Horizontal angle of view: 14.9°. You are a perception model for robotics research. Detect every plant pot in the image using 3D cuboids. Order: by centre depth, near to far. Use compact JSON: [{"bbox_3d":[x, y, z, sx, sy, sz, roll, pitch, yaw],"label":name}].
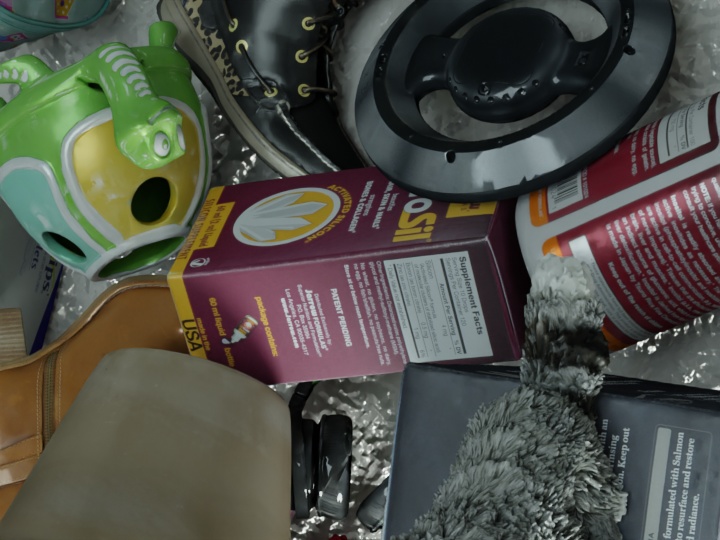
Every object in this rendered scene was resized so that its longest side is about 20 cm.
[{"bbox_3d":[-0.119,0.145,1.591,0.199,0.200,0.174,4,68,28],"label":"plant pot"}]

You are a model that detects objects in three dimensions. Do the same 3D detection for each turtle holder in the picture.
[{"bbox_3d":[-0.145,-0.075,1.690,0.185,0.141,0.132,-29,77,40],"label":"turtle holder"}]

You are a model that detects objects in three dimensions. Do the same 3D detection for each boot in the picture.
[{"bbox_3d":[-0.156,0.089,1.705,0.199,0.077,0.156,-7,59,-11],"label":"boot"},{"bbox_3d":[-0.024,-0.149,1.710,0.151,0.073,0.200,-47,62,17],"label":"boot"}]

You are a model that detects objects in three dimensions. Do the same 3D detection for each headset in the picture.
[{"bbox_3d":[0.003,0.129,1.644,0.123,0.094,0.201,22,83,3],"label":"headset"}]

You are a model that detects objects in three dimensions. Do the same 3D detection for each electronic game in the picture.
[{"bbox_3d":[0.089,-0.119,1.613,0.199,0.042,0.201,-16,46,17],"label":"electronic game"}]

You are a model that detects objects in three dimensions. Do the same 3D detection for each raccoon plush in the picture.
[{"bbox_3d":[0.061,0.092,1.383,0.096,0.134,0.201,-9,84,29],"label":"raccoon plush"}]

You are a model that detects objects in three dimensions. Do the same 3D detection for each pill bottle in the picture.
[{"bbox_3d":[0.198,-0.037,1.556,0.199,0.113,0.113,-24,76,25],"label":"pill bottle"}]

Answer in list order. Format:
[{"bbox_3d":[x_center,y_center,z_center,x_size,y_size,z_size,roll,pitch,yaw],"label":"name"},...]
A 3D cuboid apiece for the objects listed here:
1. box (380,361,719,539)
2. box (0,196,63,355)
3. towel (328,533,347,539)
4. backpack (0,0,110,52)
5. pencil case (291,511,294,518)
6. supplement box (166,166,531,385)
[{"bbox_3d":[0.146,0.120,1.526,0.199,0.196,0.118,8,91,29],"label":"box"},{"bbox_3d":[-0.308,-0.007,1.832,0.199,0.105,0.185,18,96,28],"label":"box"},{"bbox_3d":[-0.039,0.268,1.658,0.144,0.022,0.200,-36,41,18],"label":"towel"},{"bbox_3d":[-0.231,-0.242,1.768,0.153,0.176,0.201,-5,88,32],"label":"backpack"},{"bbox_3d":[-0.123,0.186,1.731,0.200,0.087,0.087,-49,67,16],"label":"pencil case"},{"bbox_3d":[0.000,0.000,1.629,0.199,0.110,0.086,-7,119,17],"label":"supplement box"}]
